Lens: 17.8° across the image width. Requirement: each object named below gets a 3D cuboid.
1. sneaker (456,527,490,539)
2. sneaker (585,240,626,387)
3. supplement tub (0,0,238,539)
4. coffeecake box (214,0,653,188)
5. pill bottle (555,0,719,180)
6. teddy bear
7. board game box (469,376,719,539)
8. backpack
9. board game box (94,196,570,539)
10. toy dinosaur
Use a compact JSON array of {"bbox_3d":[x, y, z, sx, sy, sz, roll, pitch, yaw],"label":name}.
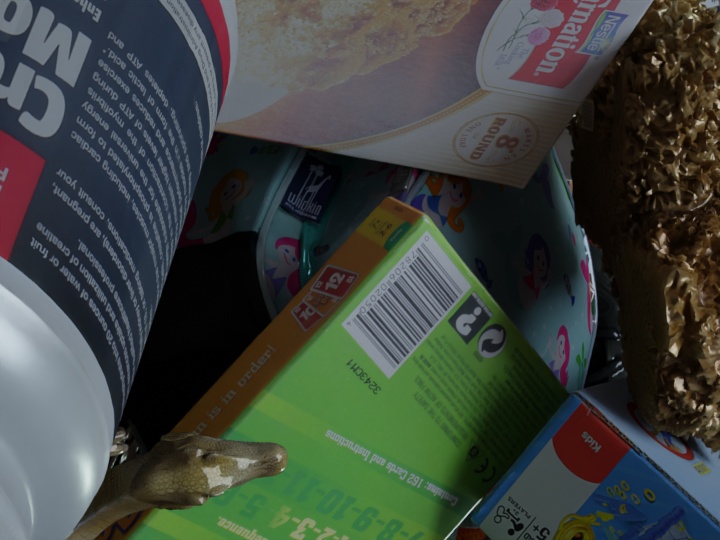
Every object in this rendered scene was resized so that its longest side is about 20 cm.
[{"bbox_3d":[0.038,0.074,0.986,0.112,0.077,0.200,34,43,-55],"label":"sneaker"},{"bbox_3d":[0.119,0.069,1.136,0.098,0.071,0.201,-33,116,-66],"label":"sneaker"},{"bbox_3d":[-0.117,-0.011,0.564,0.140,0.140,0.200,60,33,-42],"label":"supplement tub"},{"bbox_3d":[-0.013,-0.112,0.678,0.200,0.154,0.073,9,50,-21],"label":"coffeecake box"},{"bbox_3d":[0.125,-0.151,1.170,0.111,0.111,0.201,-24,107,-65],"label":"pill bottle"},{"bbox_3d":[0.106,-0.038,0.754,0.200,0.067,0.145,-105,-169,-56],"label":"teddy bear"},{"bbox_3d":[0.155,0.117,0.770,0.196,0.056,0.200,43,17,17],"label":"board game box"},{"bbox_3d":[0.000,0.000,0.828,0.200,0.150,0.178,-74,147,-49],"label":"backpack"},{"bbox_3d":[-0.028,0.081,0.701,0.200,0.030,0.096,-49,128,-11],"label":"board game box"},{"bbox_3d":[-0.111,0.094,0.598,0.058,0.200,0.101,47,-3,-13],"label":"toy dinosaur"}]
